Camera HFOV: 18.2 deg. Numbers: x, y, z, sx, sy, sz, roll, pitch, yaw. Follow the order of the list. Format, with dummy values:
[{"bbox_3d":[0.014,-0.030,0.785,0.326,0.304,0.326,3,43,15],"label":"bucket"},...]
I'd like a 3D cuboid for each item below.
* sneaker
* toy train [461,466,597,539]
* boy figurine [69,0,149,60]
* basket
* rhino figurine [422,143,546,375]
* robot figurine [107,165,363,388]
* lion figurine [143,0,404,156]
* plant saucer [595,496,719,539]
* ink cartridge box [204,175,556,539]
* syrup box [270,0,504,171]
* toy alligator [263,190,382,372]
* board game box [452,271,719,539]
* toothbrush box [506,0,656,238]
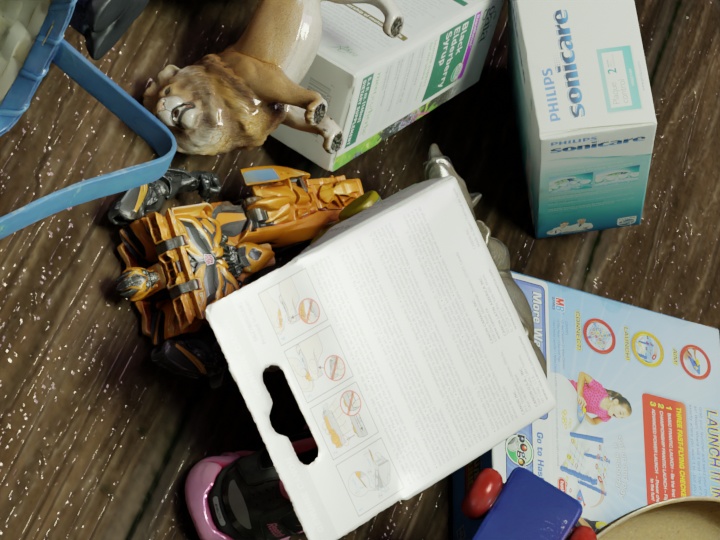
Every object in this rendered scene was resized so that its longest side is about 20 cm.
[{"bbox_3d":[-0.013,0.122,1.392,0.200,0.095,0.079,-20,84,-50],"label":"sneaker"},{"bbox_3d":[0.061,0.226,1.378,0.084,0.116,0.200,31,60,6],"label":"toy train"},{"bbox_3d":[-0.218,-0.205,1.336,0.200,0.124,0.064,36,70,9],"label":"boy figurine"},{"bbox_3d":[-0.218,-0.102,1.241,0.200,0.139,0.176,42,37,21],"label":"basket"},{"bbox_3d":[0.073,0.003,1.495,0.087,0.060,0.201,51,20,-65],"label":"rhino figurine"},{"bbox_3d":[-0.071,-0.005,1.421,0.200,0.058,0.146,-9,78,-48],"label":"robot figurine"},{"bbox_3d":[-0.048,-0.152,1.426,0.200,0.122,0.072,-59,151,-8],"label":"lion figurine"},{"bbox_3d":[0.193,0.231,1.492,0.200,0.200,0.035,32,7,-31],"label":"plant saucer"},{"bbox_3d":[0.007,0.054,1.347,0.200,0.050,0.161,-28,98,-30],"label":"ink cartridge box"},{"bbox_3d":[0.013,-0.150,1.544,0.081,0.079,0.200,32,37,20],"label":"syrup box"},{"bbox_3d":[0.000,0.000,1.407,0.059,0.054,0.200,55,41,-11],"label":"toy alligator"},{"bbox_3d":[0.161,0.116,1.563,0.195,0.056,0.201,16,58,-24],"label":"board game box"},{"bbox_3d":[0.155,-0.128,1.613,0.200,0.085,0.147,77,5,-70],"label":"toothbrush box"}]
